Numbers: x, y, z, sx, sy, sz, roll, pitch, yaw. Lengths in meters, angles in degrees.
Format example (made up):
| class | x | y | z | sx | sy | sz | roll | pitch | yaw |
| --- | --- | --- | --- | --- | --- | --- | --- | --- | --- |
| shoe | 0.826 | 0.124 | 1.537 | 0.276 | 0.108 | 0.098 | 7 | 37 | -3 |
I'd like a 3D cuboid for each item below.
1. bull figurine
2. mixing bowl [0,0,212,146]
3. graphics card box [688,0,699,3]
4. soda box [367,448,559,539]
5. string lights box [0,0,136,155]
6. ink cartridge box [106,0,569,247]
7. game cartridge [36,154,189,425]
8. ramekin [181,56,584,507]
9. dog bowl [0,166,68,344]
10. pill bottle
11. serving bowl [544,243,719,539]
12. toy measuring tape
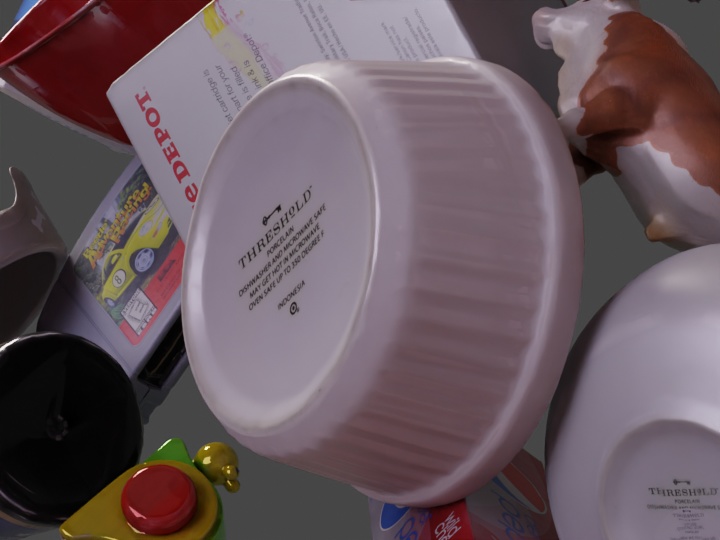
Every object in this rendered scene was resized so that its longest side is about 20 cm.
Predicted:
| class | x | y | z | sx | sy | sz | roll | pitch | yaw |
| --- | --- | --- | --- | --- | --- | --- | --- | --- | --- |
| bull figurine | 0.135 | -0.049 | 0.969 | 0.200 | 0.121 | 0.065 | 47 | 151 | 16 |
| mixing bowl | -0.113 | -0.145 | 1.255 | 0.200 | 0.108 | 0.200 | -36 | 18 | 13 |
| graphics card box | 0.115 | -0.237 | 1.074 | 0.126 | 0.200 | 0.051 | -62 | 2 | -2 |
| soda box | 0.051 | 0.130 | 0.960 | 0.063 | 0.070 | 0.200 | -50 | 14 | 13 |
| string lights box | -0.153 | -0.187 | 1.378 | 0.200 | 0.103 | 0.059 | -65 | 24 | -4 |
| ink cartridge box | 0.002 | -0.086 | 1.103 | 0.200 | 0.145 | 0.145 | -34 | 76 | 27 |
| game cartridge | -0.122 | -0.010 | 1.306 | 0.200 | 0.041 | 0.133 | -55 | 37 | 7 |
| ramekin | 0.000 | 0.000 | 0.928 | 0.202 | 0.094 | 0.203 | -18 | 68 | 53 |
| dog bowl | -0.267 | 0.025 | 1.330 | 0.059 | 0.200 | 0.200 | 47 | 107 | 10 |
| pill bottle | -0.218 | 0.107 | 1.262 | 0.200 | 0.112 | 0.112 | -22 | 52 | 56 |
| serving bowl | 0.151 | 0.093 | 0.869 | 0.200 | 0.066 | 0.200 | 14 | 112 | 38 |
| toy measuring tape | -0.134 | 0.164 | 1.158 | 0.200 | 0.074 | 0.074 | -40 | 32 | -28 |
